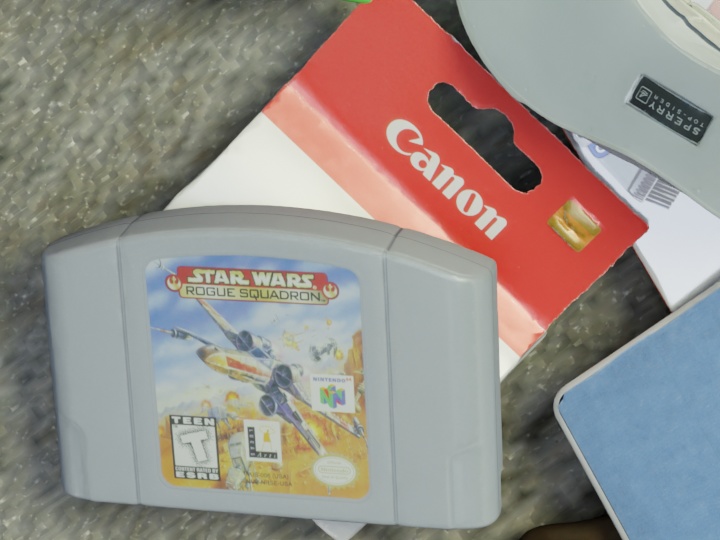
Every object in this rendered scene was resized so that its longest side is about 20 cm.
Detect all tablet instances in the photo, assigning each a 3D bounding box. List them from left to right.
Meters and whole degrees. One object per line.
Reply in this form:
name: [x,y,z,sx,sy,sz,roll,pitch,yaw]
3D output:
tablet: [0.174,0.105,1.048,0.130,0.014,0.201,-36,70,22]

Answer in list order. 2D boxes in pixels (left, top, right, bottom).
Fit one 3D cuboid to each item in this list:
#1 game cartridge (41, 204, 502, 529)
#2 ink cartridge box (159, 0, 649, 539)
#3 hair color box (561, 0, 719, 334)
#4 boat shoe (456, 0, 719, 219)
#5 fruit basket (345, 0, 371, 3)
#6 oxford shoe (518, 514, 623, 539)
game cartridge: [-0.039,0.039,1.080,0.199,0.042,0.134,3,115,15]
ink cartridge box: [0.000,0.000,1.095,0.161,0.050,0.200,43,119,-2]
hair color box: [0.150,-0.062,1.098,0.111,0.064,0.201,-31,96,7]
boat shoe: [0.129,-0.078,1.031,0.202,0.086,0.075,36,105,28]
fruit basket: [-0.058,-0.223,1.040,0.214,0.156,0.217,-2,103,-10]
oxford shoe: [0.158,0.115,1.118,0.199,0.073,0.085,-8,53,23]
